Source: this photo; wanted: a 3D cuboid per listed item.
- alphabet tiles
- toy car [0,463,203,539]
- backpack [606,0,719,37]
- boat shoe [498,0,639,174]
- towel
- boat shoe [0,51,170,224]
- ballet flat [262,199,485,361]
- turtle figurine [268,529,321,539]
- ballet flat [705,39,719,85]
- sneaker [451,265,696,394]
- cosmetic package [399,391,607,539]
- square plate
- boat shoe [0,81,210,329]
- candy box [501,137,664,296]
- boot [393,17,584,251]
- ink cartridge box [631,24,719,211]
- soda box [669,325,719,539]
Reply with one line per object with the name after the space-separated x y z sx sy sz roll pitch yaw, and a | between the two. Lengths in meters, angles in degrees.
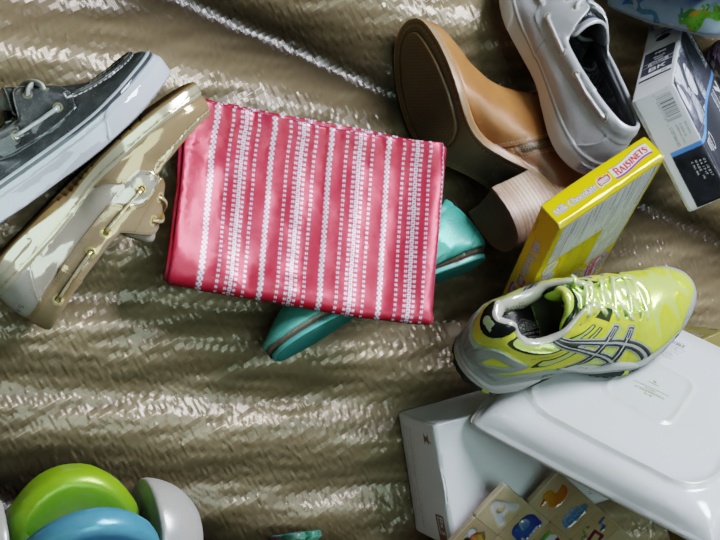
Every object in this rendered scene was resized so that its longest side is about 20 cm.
0.129 0.245 1.110 0.166 0.006 0.200 -47 129 2 | alphabet tiles
-0.181 0.232 0.935 0.174 0.150 0.201 -1 92 -24 | toy car
0.289 -0.278 1.127 0.199 0.183 0.148 -28 123 -26 | backpack
0.162 -0.171 1.084 0.072 0.068 0.201 12 54 -32 | boat shoe
-0.037 -0.043 1.021 0.199 0.022 0.146 9 73 -10 | towel
-0.217 -0.095 0.952 0.200 0.072 0.071 -42 105 -19 | boat shoe
0.000 0.000 1.068 0.199 0.067 0.071 -25 78 -22 | ballet flat
-0.059 0.294 1.019 0.149 0.100 0.201 0 76 -52 | turtle figurine
0.379 -0.130 1.227 0.200 0.071 0.069 41 74 -20 | ballet flat
0.167 0.038 1.043 0.199 0.077 0.076 -17 66 -21 | sneaker
0.136 0.140 1.123 0.199 0.074 0.102 -11 97 -22 | cosmetic package
0.215 0.097 1.074 0.198 0.199 0.029 -44 152 -42 | square plate
-0.169 -0.043 0.976 0.200 0.074 0.069 -46 104 -7 | boat shoe
0.158 -0.018 1.069 0.102 0.200 0.026 -35 72 -21 | candy box
0.123 -0.122 1.116 0.154 0.074 0.201 -27 90 -35 | boot
0.258 -0.133 1.120 0.100 0.039 0.200 57 26 -17 | ink cartridge box
0.287 0.151 1.195 0.064 0.068 0.201 -21 100 -23 | soda box
